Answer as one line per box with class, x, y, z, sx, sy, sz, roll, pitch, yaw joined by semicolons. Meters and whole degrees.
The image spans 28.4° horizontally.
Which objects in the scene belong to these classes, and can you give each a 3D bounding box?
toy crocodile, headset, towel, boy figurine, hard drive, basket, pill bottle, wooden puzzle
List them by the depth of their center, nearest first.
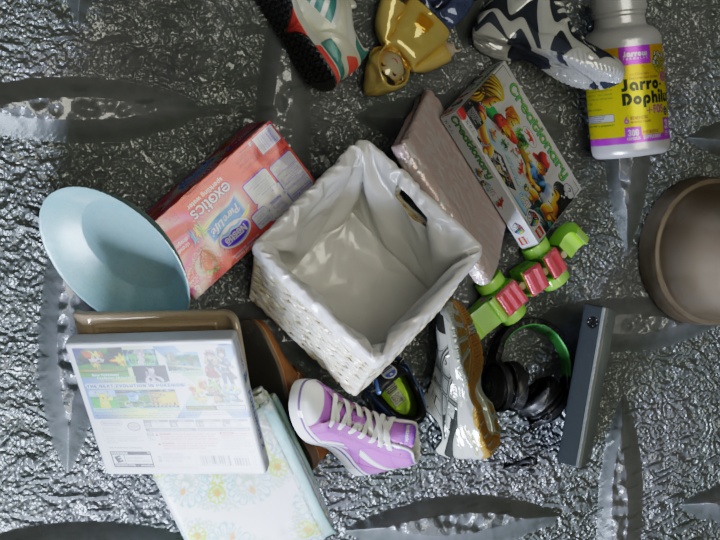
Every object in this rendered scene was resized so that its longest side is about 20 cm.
wooden puzzle;-0.214;0.121;1.596;0.197;0.037;0.187;1;121;13
basket;0.000;0.000;1.645;0.198;0.161;0.200;42;69;7
towel;-0.142;0.256;1.681;0.169;0.048;0.202;-24;100;3
towel;0.111;-0.104;1.724;0.032;0.192;0.201;-28;108;23
boy figurine;0.067;-0.297;1.745;0.200;0.064;0.125;-48;111;-16
headset;0.216;0.158;1.815;0.122;0.094;0.203;23;74;-21
toy crocodile;0.211;0.014;1.821;0.199;0.062;0.068;-38;105;-15
hard drive;0.291;0.147;1.827;0.032;0.139;0.203;10;89;15
pill bottle;0.340;-0.249;1.834;0.103;0.104;0.203;-9;96;-21

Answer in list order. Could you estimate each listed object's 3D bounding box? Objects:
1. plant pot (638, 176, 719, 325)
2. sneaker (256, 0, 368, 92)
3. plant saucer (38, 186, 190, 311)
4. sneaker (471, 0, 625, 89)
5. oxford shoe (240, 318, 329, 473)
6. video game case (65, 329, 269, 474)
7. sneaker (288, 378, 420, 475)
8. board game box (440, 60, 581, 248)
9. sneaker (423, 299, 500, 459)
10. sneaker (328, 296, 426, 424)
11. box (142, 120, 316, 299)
plant pot;0.496;-0.023;1.873;0.197;0.173;0.203;-1;93;-22
sneaker;-0.059;-0.319;1.700;0.093;0.070;0.201;-37;104;-34
plant saucer;-0.264;-0.021;1.575;0.202;0.200;0.039;50;49;-16
sneaker;0.249;-0.314;1.784;0.197;0.080;0.131;18;76;16
oxford shoe;-0.090;0.141;1.715;0.071;0.071;0.202;-38;112;-42
video game case;-0.212;0.148;1.578;0.197;0.022;0.184;-2;121;16
sneaker;0.004;0.179;1.685;0.200;0.113;0.074;41;49;-47
board game box;0.192;-0.146;1.795;0.201;0.034;0.126;56;50;-16
sneaker;0.109;0.140;1.775;0.075;0.087;0.203;-12;91;-59
sneaker;0.019;0.108;1.734;0.078;0.089;0.201;-42;101;-14
box;-0.159;-0.071;1.650;0.200;0.094;0.103;-44;107;-13
